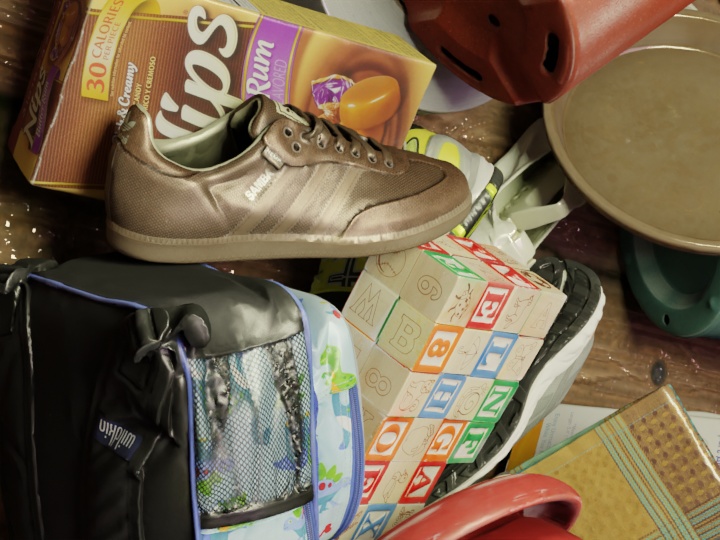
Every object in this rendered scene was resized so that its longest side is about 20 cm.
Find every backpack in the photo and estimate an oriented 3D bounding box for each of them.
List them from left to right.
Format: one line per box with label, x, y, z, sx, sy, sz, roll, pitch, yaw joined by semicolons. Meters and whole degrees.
backpack;-0.087;0.097;0.799;0.146;0.183;0.201;-9;103;-40

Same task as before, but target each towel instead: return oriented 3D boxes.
towel;0.140;0.176;0.968;0.147;0.200;0.022;60;25;9

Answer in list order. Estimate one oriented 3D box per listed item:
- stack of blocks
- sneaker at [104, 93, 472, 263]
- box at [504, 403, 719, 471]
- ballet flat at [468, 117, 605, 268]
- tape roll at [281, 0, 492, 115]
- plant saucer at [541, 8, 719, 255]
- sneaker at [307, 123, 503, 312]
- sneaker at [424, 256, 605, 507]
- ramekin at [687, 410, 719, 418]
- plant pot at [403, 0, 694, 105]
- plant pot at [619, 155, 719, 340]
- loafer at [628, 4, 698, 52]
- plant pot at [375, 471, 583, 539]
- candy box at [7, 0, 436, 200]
stack of blocks;0.022;0.080;0.909;0.115;0.058;0.201;10;112;-53
sneaker;-0.030;-0.050;0.811;0.199;0.070;0.076;-8;116;-26
box;0.184;0.150;1.010;0.042;0.199;0.120;55;47;-50
ballet flat;0.097;-0.031;1.029;0.200;0.069;0.070;-48;119;-29
tape roll;0.027;-0.193;0.965;0.200;0.066;0.202;-1;92;-41
plant saucer;0.213;-0.088;1.033;0.200;0.200;0.030;-45;161;-30
sneaker;0.000;0.000;0.956;0.076;0.075;0.200;38;71;6
sneaker;0.089;0.084;1.023;0.200;0.074;0.080;-45;147;-22
ramekin;0.213;0.204;1.051;0.201;0.199;0.105;-61;142;-21
plant pot;0.123;-0.206;0.892;0.195;0.200;0.201;-41;116;-23
plant pot;0.292;-0.029;1.125;0.187;0.200;0.201;-6;95;-24
loafer;0.159;-0.205;1.091;0.072;0.063;0.200;-45;121;8
plant pot;0.076;0.228;0.878;0.200;0.201;0.183;-12;58;-39
candy box;-0.071;-0.087;0.847;0.199;0.056;0.117;11;111;-30
